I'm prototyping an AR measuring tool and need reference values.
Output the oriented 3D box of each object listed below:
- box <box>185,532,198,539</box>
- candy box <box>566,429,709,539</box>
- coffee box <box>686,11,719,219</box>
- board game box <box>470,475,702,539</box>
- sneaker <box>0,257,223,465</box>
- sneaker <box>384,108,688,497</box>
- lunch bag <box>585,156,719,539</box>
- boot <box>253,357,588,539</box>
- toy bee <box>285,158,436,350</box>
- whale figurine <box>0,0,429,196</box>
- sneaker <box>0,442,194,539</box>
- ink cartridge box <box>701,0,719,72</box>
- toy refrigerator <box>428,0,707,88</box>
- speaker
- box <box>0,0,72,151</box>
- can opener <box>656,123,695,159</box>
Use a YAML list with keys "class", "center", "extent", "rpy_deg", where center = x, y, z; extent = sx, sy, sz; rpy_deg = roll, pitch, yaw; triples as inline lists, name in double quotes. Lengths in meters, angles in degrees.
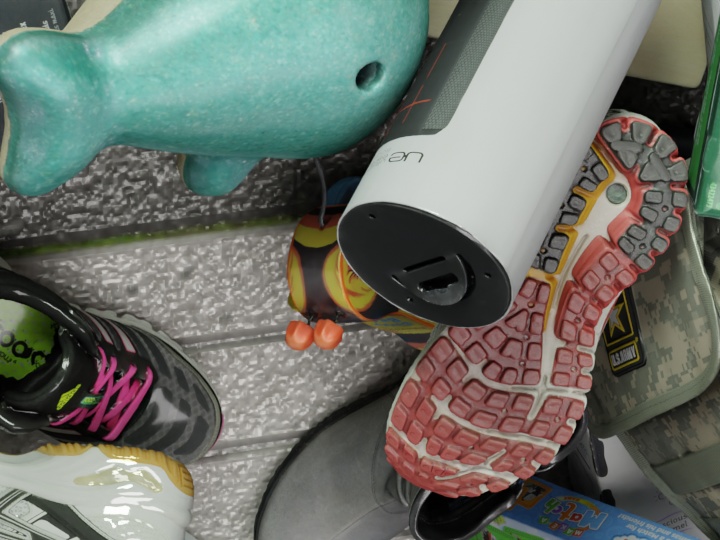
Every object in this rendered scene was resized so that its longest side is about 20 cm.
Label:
- class: "box"
  center: [-0.151, 0.227, 1.333]
  extent: [0.124, 0.098, 0.200]
  rpy_deg: [32, 106, -30]
- class: "candy box"
  center: [0.202, 0.115, 1.395]
  extent: [0.167, 0.072, 0.201]
  rpy_deg: [-18, 124, -7]
- class: "coffee box"
  center: [0.248, -0.071, 1.107]
  extent: [0.199, 0.044, 0.124]
  rpy_deg: [7, 111, -2]
- class: "board game box"
  center: [0.133, 0.185, 1.344]
  extent: [0.037, 0.199, 0.152]
  rpy_deg: [-42, 129, -30]
- class: "sneaker"
  center: [-0.143, 0.050, 1.233]
  extent: [0.199, 0.087, 0.074]
  rpy_deg: [33, 97, -30]
- class: "sneaker"
  center: [0.080, 0.016, 1.166]
  extent: [0.078, 0.082, 0.200]
  rpy_deg: [33, 102, -10]
- class: "lunch bag"
  center: [0.182, 0.041, 1.221]
  extent: [0.200, 0.164, 0.118]
  rpy_deg: [45, 66, -3]
- class: "boot"
  center: [0.022, 0.106, 1.290]
  extent: [0.070, 0.132, 0.200]
  rpy_deg: [38, 102, -17]
- class: "toy bee"
  center: [0.000, 0.000, 1.238]
  extent: [0.199, 0.131, 0.109]
  rpy_deg: [27, 67, -22]
- class: "whale figurine"
  center: [-0.056, -0.089, 1.059]
  extent: [0.199, 0.104, 0.160]
  rpy_deg: [-27, 137, -31]
- class: "sneaker"
  center: [-0.179, 0.127, 1.228]
  extent: [0.199, 0.088, 0.076]
  rpy_deg: [1, 167, 19]
- class: "ink cartridge box"
  center: [0.220, -0.167, 1.138]
  extent: [0.144, 0.085, 0.201]
  rpy_deg: [-6, 112, 4]
- class: "toy refrigerator"
  center: [0.070, -0.147, 1.202]
  extent: [0.199, 0.070, 0.076]
  rpy_deg: [8, 110, -22]
- class: "speaker"
  center: [0.065, -0.074, 1.085]
  extent: [0.081, 0.081, 0.201]
  rpy_deg: [51, 54, -33]
- class: "box"
  center: [-0.225, -0.098, 1.103]
  extent: [0.199, 0.122, 0.107]
  rpy_deg: [-19, 124, -7]
- class: "can opener"
  center: [0.127, -0.056, 1.273]
  extent: [0.199, 0.064, 0.079]
  rpy_deg: [14, 134, -26]
